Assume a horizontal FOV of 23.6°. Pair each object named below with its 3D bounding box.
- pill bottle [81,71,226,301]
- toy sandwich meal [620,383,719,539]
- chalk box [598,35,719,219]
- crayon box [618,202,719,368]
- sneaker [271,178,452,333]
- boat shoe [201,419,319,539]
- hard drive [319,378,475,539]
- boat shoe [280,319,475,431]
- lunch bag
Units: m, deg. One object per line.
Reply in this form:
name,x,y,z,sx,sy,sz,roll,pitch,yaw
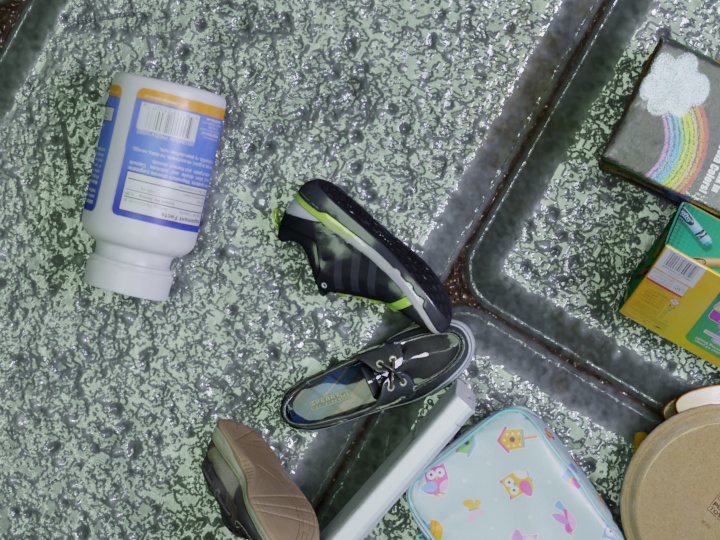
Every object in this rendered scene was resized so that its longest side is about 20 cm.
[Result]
pill bottle,-0.200,-0.078,1.626,0.111,0.112,0.202,13,93,6
toy sandwich meal,0.329,0.203,1.591,0.203,0.070,0.207,0,97,3
chalk box,0.330,-0.108,1.558,0.199,0.124,0.126,27,93,5
crayon box,0.343,0.035,1.533,0.199,0.119,0.058,29,56,3
sneaker,0.000,0.000,1.633,0.200,0.072,0.083,44,107,10
boat shoe,-0.097,0.218,1.598,0.072,0.200,0.065,15,114,-35
hard drive,0.032,0.189,1.590,0.027,0.132,0.200,41,95,1
boat shoe,0.016,0.104,1.629,0.199,0.057,0.069,-24,88,7
lunch bag,0.141,0.234,1.606,0.160,0.077,0.201,-38,86,7
